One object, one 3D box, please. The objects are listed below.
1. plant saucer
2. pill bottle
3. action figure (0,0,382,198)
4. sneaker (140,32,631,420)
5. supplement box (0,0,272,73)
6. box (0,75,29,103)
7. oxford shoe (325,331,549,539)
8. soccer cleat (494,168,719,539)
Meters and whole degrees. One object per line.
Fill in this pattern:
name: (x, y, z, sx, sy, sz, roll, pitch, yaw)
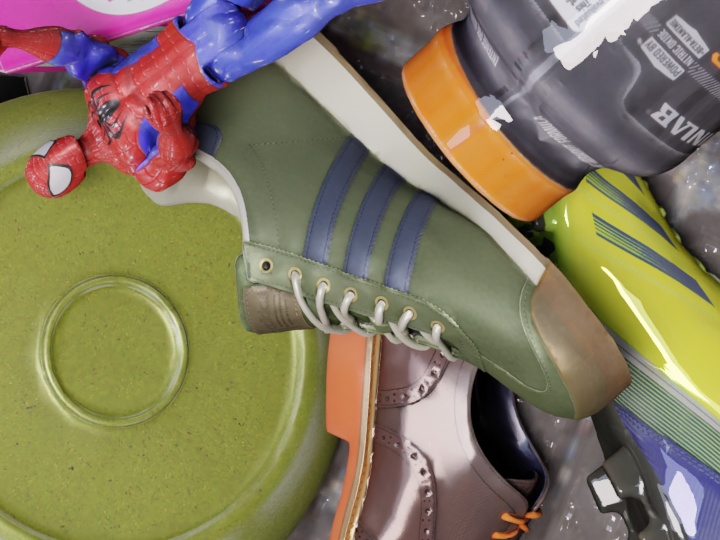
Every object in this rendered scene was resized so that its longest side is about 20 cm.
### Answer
plant saucer: (-0.093, 0.031, 1.056, 0.198, 0.031, 0.202, 2, 84, -20)
pill bottle: (0.107, -0.104, 0.960, 0.200, 0.106, 0.106, -40, 81, 18)
action figure: (-0.054, -0.085, 0.960, 0.200, 0.099, 0.066, -38, 73, 25)
sneaker: (0.000, 0.000, 1.009, 0.090, 0.067, 0.200, -38, 60, -9)
supplement box: (-0.041, -0.147, 1.052, 0.199, 0.103, 0.102, -15, 89, 17)
box: (-0.215, 0.025, 1.128, 0.199, 0.086, 0.165, -13, 88, 19)
oxford shoe: (0.030, 0.100, 1.054, 0.072, 0.071, 0.202, 1, 98, 24)
soccer cleat: (0.108, 0.017, 1.045, 0.083, 0.065, 0.201, -18, 82, -11)
